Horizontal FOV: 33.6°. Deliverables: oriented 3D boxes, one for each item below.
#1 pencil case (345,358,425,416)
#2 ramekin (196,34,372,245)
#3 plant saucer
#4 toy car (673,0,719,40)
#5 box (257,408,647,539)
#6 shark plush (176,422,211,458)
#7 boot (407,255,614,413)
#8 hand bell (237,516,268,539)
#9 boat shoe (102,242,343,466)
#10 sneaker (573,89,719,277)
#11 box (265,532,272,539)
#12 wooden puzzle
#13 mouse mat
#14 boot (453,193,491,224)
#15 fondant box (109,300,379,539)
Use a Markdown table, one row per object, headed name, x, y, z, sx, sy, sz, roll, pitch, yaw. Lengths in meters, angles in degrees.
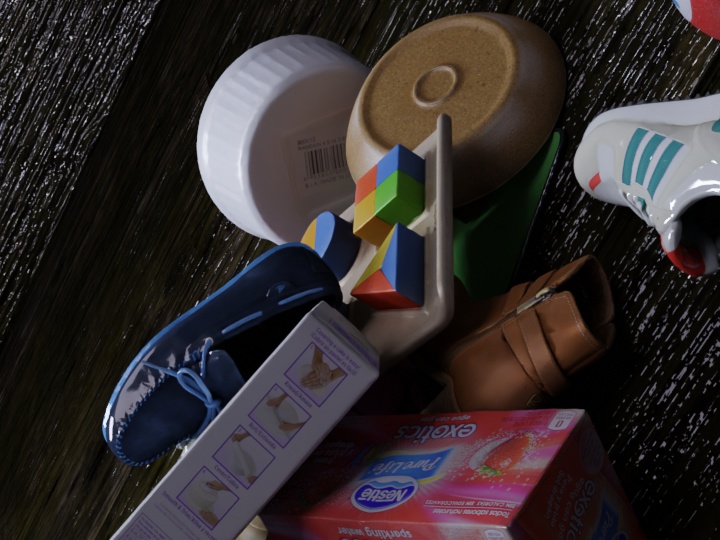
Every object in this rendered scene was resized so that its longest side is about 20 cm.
| name | x | y | z | sx | sy | sz | roll | pitch | yaw |
| --- | --- | --- | --- | --- | --- | --- | --- | --- | --- |
| pencil case | -0.008 | 0.091 | 0.990 | 0.095 | 0.090 | 0.200 | -68 | 21 | 3 |
| ramekin | -0.046 | -0.113 | 1.125 | 0.203 | 0.198 | 0.098 | -65 | 31 | 7 |
| plant saucer | 0.068 | -0.140 | 0.968 | 0.198 | 0.035 | 0.203 | -17 | 52 | 22 |
| toy car | 0.202 | -0.240 | 0.676 | 0.178 | 0.198 | 0.186 | -53 | 26 | 29 |
| box | 0.050 | 0.151 | 0.691 | 0.198 | 0.104 | 0.095 | -8 | 28 | 45 |
| shark plush | -0.091 | 0.134 | 0.896 | 0.084 | 0.089 | 0.203 | 67 | -155 | -63 |
| boot | 0.097 | 0.033 | 0.815 | 0.155 | 0.076 | 0.201 | -45 | 20 | 28 |
| hand bell | -0.072 | 0.180 | 0.942 | 0.200 | 0.103 | 0.106 | 118 | 171 | -80 |
| boat shoe | -0.097 | 0.061 | 0.828 | 0.200 | 0.084 | 0.069 | -48 | 46 | -2 |
| sneaker | 0.184 | -0.046 | 0.706 | 0.199 | 0.070 | 0.095 | -3 | 61 | 62 |
| box | -0.046 | 0.232 | 0.866 | 0.200 | 0.049 | 0.162 | 61 | -127 | -78 |
| wooden puzzle | 0.000 | 0.000 | 0.880 | 0.200 | 0.046 | 0.187 | -44 | 32 | 41 |
| mouse mat | 0.092 | -0.040 | 0.986 | 0.200 | 0.007 | 0.163 | 10 | 79 | 68 |
| boot | 0.028 | -0.078 | 1.042 | 0.200 | 0.076 | 0.157 | -44 | 37 | 33 |
| fondant box | -0.072 | 0.113 | 0.739 | 0.201 | 0.058 | 0.144 | -50 | 0 | 1 |
